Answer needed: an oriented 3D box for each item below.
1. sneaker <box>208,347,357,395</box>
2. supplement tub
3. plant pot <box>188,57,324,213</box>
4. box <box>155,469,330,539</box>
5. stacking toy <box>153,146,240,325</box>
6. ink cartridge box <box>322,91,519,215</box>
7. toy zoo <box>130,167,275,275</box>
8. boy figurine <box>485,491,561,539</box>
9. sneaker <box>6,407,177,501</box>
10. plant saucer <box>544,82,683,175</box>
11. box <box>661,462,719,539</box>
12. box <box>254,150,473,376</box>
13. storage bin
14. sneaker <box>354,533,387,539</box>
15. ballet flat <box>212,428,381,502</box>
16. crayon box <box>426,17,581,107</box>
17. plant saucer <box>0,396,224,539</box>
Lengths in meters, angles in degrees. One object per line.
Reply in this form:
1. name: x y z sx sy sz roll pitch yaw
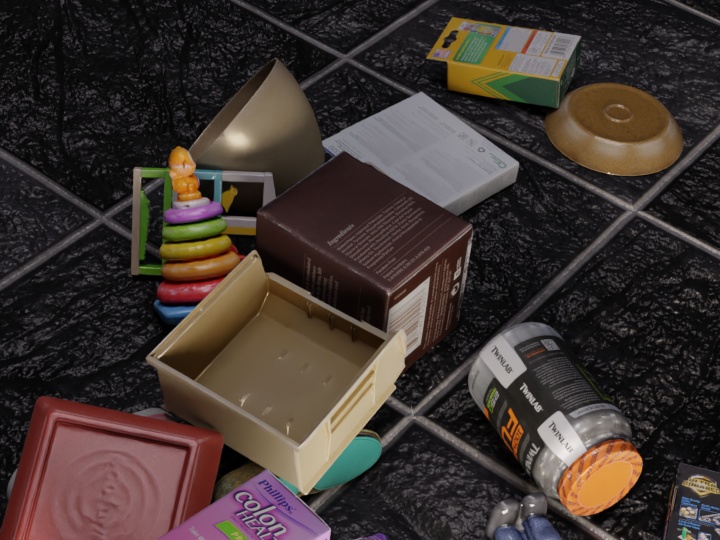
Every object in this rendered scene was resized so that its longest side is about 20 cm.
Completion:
1. sneaker: -0.108 0.133 1.715 0.198 0.081 0.115 19 47 22
2. supplement tub: 0.213 0.162 1.681 0.122 0.123 0.200 -15 45 -22
3. plant pot: -0.124 -0.149 1.958 0.134 0.200 0.201 42 42 -13
4. box: -0.135 0.316 1.427 0.199 0.177 0.096 -30 53 -34
5. stacking toy: -0.194 -0.045 1.794 0.109 0.202 0.116 -10 9 -14
6. ink cartridge box: 0.076 -0.143 2.062 0.199 0.044 0.196 -29 54 -30
7. toy zoo: -0.177 -0.056 1.872 0.198 0.132 0.020 3 12 -4
8. boy figurine: 0.191 0.319 1.550 0.123 0.065 0.201 -7 40 -18
9. sneaker: -0.258 0.215 1.597 0.199 0.076 0.105 -20 43 -32
10. plant saucer: 0.360 -0.210 2.175 0.198 0.036 0.201 3 42 -3
11. box: 0.410 0.307 1.600 0.198 0.050 0.199 14 42 8
12. box: 0.000 0.000 1.800 0.199 0.167 0.164 32 49 25
13. storage bin: -0.082 0.100 1.625 0.199 0.094 0.199 27 55 24
14. sneaker: 0.067 0.324 1.522 0.200 0.081 0.083 38 38 26
15. ballet flat: -0.071 0.209 1.641 0.199 0.071 0.071 -24 50 -29
16. crayon box: 0.208 -0.303 2.234 0.198 0.052 0.126 12 42 18
17. plant saucer: -0.252 0.233 1.536 0.198 0.037 0.201 12 69 -1
